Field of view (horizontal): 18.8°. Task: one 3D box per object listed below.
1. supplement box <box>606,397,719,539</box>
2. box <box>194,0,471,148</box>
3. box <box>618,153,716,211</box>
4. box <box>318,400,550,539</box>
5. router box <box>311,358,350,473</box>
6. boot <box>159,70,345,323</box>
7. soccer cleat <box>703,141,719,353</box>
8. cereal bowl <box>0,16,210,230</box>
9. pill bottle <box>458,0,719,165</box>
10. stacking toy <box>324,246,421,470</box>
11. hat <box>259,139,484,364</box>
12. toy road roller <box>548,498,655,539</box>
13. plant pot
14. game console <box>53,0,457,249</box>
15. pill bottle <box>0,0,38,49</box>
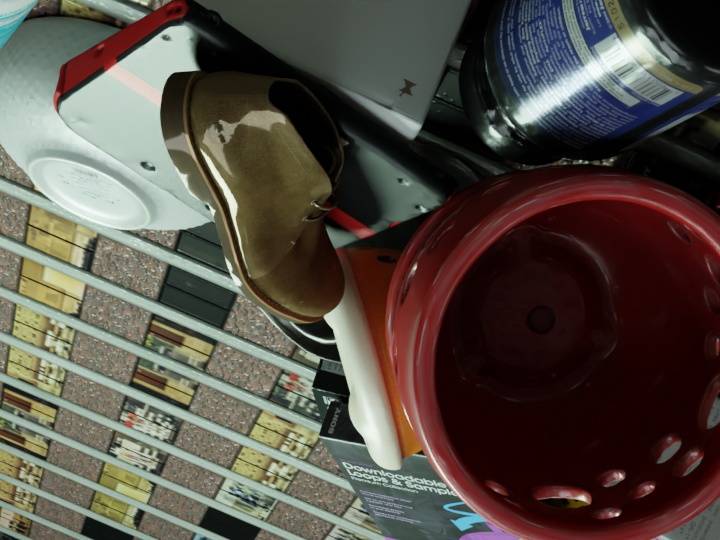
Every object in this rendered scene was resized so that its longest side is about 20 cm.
[{"bbox_3d":[0.207,0.127,1.454,0.199,0.104,0.101,27,175,23],"label":"supplement box"},{"bbox_3d":[-0.036,-0.122,1.286,0.152,0.107,0.200,25,157,-5],"label":"box"},{"bbox_3d":[0.220,0.013,1.399,0.199,0.036,0.143,29,150,-10],"label":"box"},{"bbox_3d":[0.065,0.166,1.597,0.142,0.036,0.200,7,150,25],"label":"box"},{"bbox_3d":[0.051,0.115,1.641,0.149,0.062,0.200,13,159,12],"label":"router box"},{"bbox_3d":[-0.038,-0.036,1.204,0.075,0.074,0.200,-5,143,21],"label":"boot"},{"bbox_3d":[0.232,0.004,1.291,0.085,0.069,0.201,4,126,-13],"label":"soccer cleat"},{"bbox_3d":[-0.175,-0.087,1.520,0.199,0.084,0.200,19,158,8],"label":"cereal bowl"},{"bbox_3d":[0.133,-0.122,1.130,0.112,0.112,0.200,29,156,-17],"label":"pill bottle"},{"bbox_3d":[0.081,0.031,1.352,0.199,0.147,0.146,-16,154,-3],"label":"stacking toy"},{"bbox_3d":[0.000,0.000,1.449,0.200,0.081,0.201,7,115,15],"label":"hat"},{"bbox_3d":[0.178,0.136,1.653,0.146,0.123,0.200,43,148,-14],"label":"toy road roller"},{"bbox_3d":[0.110,0.035,1.201,0.200,0.201,0.183,28,-175,-13],"label":"plant pot"},{"bbox_3d":[-0.065,-0.077,1.247,0.200,0.031,0.177,32,150,-24],"label":"game console"},{"bbox_3d":[-0.256,-0.184,1.343,0.110,0.111,0.200,28,156,-15],"label":"pill bottle"}]
